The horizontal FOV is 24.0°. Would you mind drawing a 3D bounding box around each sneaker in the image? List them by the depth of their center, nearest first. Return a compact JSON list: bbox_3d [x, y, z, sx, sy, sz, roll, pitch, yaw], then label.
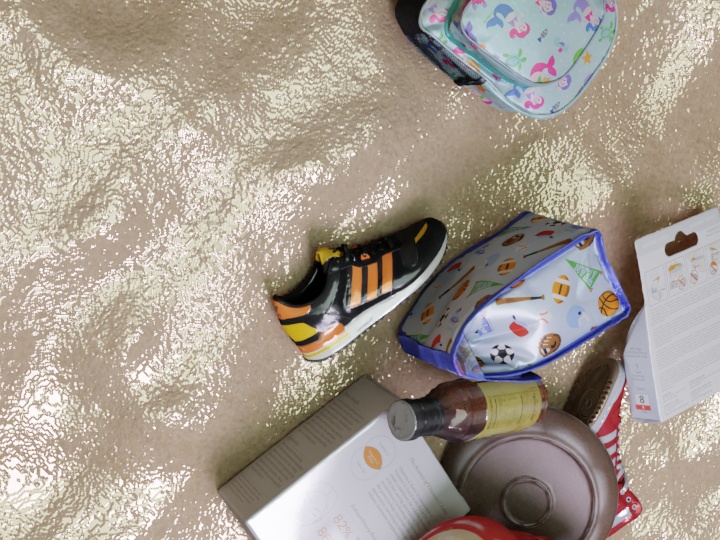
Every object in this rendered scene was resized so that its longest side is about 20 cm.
[{"bbox_3d":[0.000,0.000,1.716,0.200,0.070,0.090,-41,115,-7],"label":"sneaker"},{"bbox_3d":[0.272,0.201,1.861,0.111,0.071,0.202,20,100,-19],"label":"sneaker"}]

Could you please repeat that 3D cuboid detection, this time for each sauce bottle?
[{"bbox_3d":[0.107,0.139,1.710,0.199,0.066,0.067,-3,103,-44],"label":"sauce bottle"}]

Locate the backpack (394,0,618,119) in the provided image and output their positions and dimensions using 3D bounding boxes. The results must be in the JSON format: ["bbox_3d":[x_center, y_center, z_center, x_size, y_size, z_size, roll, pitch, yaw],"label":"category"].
[{"bbox_3d":[0.160,-0.253,1.694,0.200,0.150,0.178,40,84,-28],"label":"backpack"}]

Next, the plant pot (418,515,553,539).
[{"bbox_3d":[0.136,0.355,1.689,0.182,0.200,0.202,27,90,-41],"label":"plant pot"}]

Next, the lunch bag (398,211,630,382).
[{"bbox_3d":[0.148,0.041,1.730,0.199,0.170,0.125,-30,105,-15],"label":"lunch bag"}]

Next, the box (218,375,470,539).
[{"bbox_3d":[-0.017,0.235,1.736,0.199,0.106,0.153,-37,111,-11],"label":"box"}]

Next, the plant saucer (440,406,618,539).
[{"bbox_3d":[0.178,0.244,1.813,0.197,0.032,0.203,1,102,5],"label":"plant saucer"}]

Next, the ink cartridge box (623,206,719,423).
[{"bbox_3d":[0.343,0.047,1.846,0.161,0.050,0.203,-20,102,-41],"label":"ink cartridge box"}]
